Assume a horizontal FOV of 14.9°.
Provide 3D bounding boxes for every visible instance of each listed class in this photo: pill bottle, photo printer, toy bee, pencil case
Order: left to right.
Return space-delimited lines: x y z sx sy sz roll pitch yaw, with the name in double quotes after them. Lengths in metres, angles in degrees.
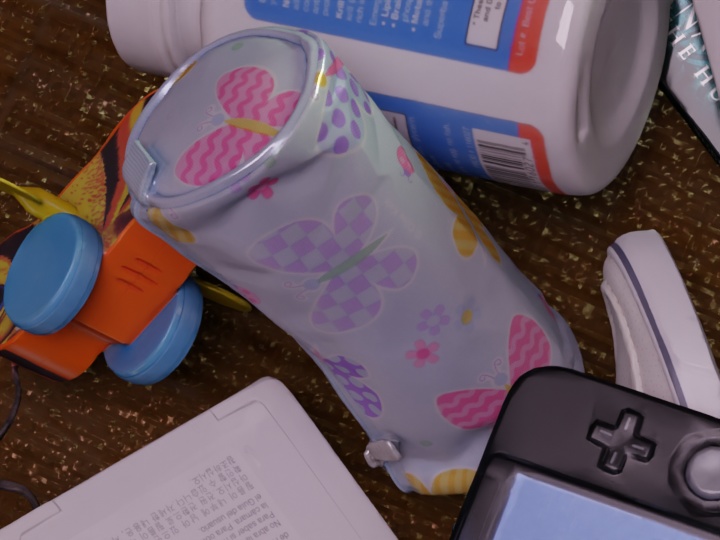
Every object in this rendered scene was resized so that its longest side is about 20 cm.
-0.117 -0.001 1.062 0.200 0.131 0.109 -36 37 -1 "toy bee"
-0.041 0.158 1.012 0.166 0.069 0.200 -30 74 -25 "photo printer"
0.000 0.000 1.000 0.091 0.200 0.083 -31 38 13 "pencil case"
0.008 -0.100 1.054 0.200 0.112 0.112 13 81 23 "pill bottle"

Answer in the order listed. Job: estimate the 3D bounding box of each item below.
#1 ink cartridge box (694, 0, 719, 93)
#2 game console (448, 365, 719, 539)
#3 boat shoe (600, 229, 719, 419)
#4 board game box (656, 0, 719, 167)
0.203 -0.080 0.959 0.148 0.076 0.200 -29 62 36 "ink cartridge box"
0.092 0.130 0.906 0.172 0.119 0.200 19 75 16 "game console"
0.111 0.086 1.030 0.070 0.071 0.200 -16 83 3 "boat shoe"
0.168 -0.117 1.080 0.135 0.028 0.200 -36 75 1 "board game box"
